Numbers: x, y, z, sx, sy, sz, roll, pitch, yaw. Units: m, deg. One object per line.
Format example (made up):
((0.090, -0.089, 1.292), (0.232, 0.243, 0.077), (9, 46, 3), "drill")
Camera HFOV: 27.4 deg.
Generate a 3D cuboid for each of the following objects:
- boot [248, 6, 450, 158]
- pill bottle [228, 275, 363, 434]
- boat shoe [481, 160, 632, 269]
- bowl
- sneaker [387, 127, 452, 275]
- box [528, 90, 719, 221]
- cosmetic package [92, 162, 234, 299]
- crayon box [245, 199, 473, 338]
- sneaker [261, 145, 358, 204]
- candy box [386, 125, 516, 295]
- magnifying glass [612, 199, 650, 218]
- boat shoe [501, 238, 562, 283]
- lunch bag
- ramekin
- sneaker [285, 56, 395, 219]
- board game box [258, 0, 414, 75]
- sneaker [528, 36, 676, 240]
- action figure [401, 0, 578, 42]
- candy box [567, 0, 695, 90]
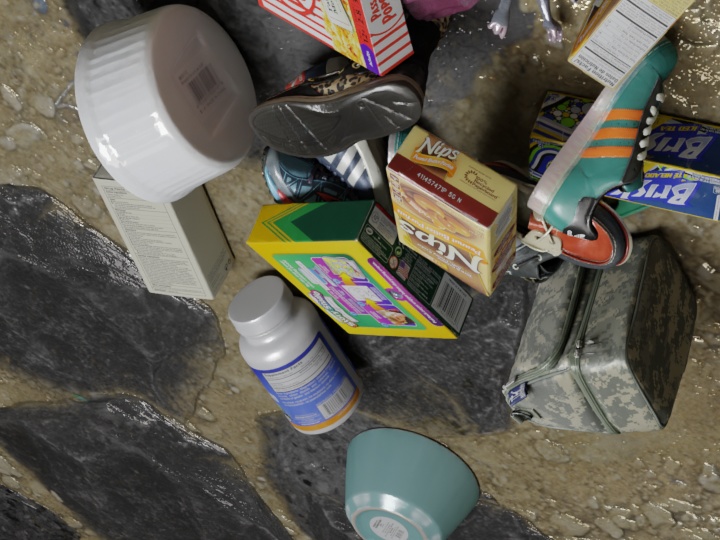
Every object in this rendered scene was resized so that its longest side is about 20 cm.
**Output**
((-0.006, -0.194, 1.458), (0.198, 0.152, 0.073), (-11, 130, 37), "boot")
((-0.086, 0.105, 1.883), (0.111, 0.113, 0.201), (-6, 132, 35), "pill bottle")
((0.183, -0.055, 1.491), (0.199, 0.062, 0.072), (32, 119, 33), "boat shoe")
((0.058, 0.324, 2.059), (0.198, 0.106, 0.202), (15, 140, 13), "bowl")
((0.085, -0.079, 1.615), (0.079, 0.072, 0.201), (-8, 130, 15), "sneaker")
((0.270, -0.114, 1.458), (0.198, 0.071, 0.065), (14, 143, 16), "box")
((-0.239, -0.061, 1.810), (0.102, 0.074, 0.201), (6, 138, 24), "cosmetic package")
((0.000, 0.000, 1.634), (0.171, 0.059, 0.200), (2, 149, 43), "crayon box")
((-0.020, -0.092, 1.661), (0.199, 0.080, 0.095), (34, 134, -24), "sneaker")
((0.092, -0.054, 1.444), (0.115, 0.056, 0.200), (33, 166, 15), "candy box")
((0.291, -0.080, 1.525), (0.198, 0.023, 0.080), (1, 136, 28), "magnifying glass")
((0.190, -0.018, 1.577), (0.200, 0.068, 0.057), (-35, 75, 48), "boat shoe")
((0.250, 0.073, 1.579), (0.166, 0.202, 0.140), (-9, 135, 36), "lunch bag")
((-0.197, -0.181, 1.553), (0.097, 0.202, 0.201), (-16, 127, 33), "ramekin")
((-0.021, -0.128, 1.583), (0.084, 0.075, 0.202), (-15, 112, 16), "sneaker")
((-0.042, -0.288, 1.384), (0.199, 0.046, 0.153), (36, 154, 41), "board game box")
((0.244, -0.120, 1.379), (0.080, 0.071, 0.201), (37, 100, 11), "sneaker")
((0.129, -0.283, 1.351), (0.197, 0.134, 0.151), (-3, 93, 15), "action figure")
((0.260, -0.259, 1.257), (0.055, 0.116, 0.200), (31, 142, -6), "candy box")
